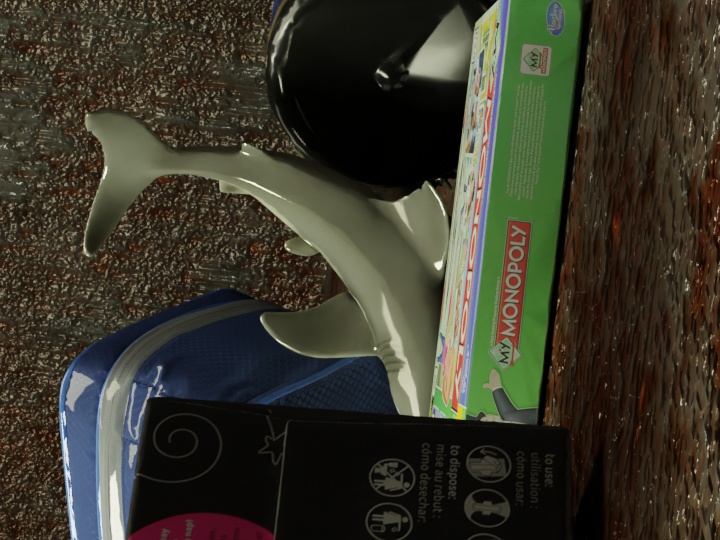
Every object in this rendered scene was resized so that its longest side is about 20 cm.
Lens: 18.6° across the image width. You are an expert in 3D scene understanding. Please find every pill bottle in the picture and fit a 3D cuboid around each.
[{"bbox_3d":[0.014,-0.129,1.040,0.200,0.112,0.112,-89,7,-62],"label":"pill bottle"}]

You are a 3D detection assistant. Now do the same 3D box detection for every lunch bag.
[{"bbox_3d":[-0.055,0.115,1.019,0.132,0.136,0.200,18,118,42],"label":"lunch bag"}]

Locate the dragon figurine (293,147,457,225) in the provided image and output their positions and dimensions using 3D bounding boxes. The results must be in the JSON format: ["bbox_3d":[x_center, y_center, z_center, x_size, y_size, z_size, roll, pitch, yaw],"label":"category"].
[{"bbox_3d":[0.007,-0.068,1.150,0.200,0.059,0.100,-90,-24,-61],"label":"dragon figurine"}]

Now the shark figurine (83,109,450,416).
[{"bbox_3d":[-0.008,-0.020,0.925,0.128,0.214,0.090,-53,2,-35],"label":"shark figurine"}]

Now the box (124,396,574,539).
[{"bbox_3d":[-0.007,0.151,0.620,0.115,0.132,0.200,94,180,-50],"label":"box"}]

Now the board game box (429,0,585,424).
[{"bbox_3d":[0.051,0.000,0.833,0.135,0.029,0.200,-161,77,-88],"label":"board game box"}]
